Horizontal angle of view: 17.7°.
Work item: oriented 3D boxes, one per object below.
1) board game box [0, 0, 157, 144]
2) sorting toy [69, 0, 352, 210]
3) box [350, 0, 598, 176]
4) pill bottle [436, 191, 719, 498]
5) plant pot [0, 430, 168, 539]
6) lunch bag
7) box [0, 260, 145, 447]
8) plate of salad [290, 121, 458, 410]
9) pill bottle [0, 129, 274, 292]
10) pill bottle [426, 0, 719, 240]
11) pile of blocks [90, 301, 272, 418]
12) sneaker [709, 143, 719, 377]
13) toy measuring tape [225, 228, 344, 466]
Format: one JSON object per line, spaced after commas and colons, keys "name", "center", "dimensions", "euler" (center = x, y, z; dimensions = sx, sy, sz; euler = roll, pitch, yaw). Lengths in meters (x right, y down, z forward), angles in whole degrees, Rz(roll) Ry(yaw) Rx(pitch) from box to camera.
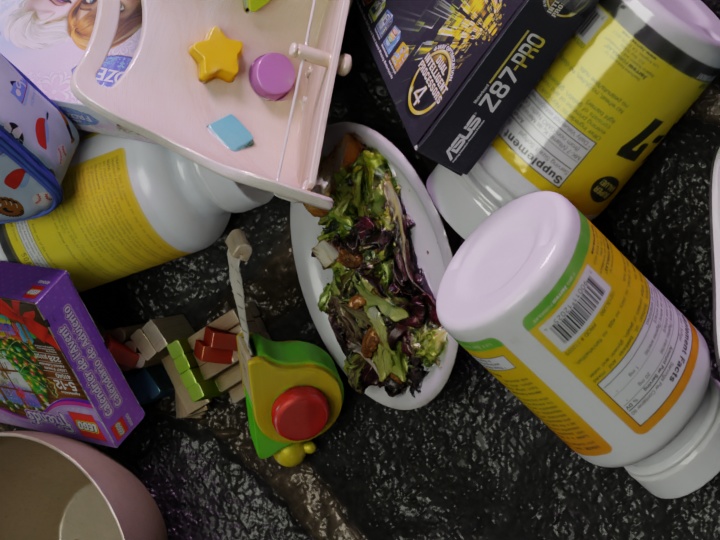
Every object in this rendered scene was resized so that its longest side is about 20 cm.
{"name": "board game box", "center": [-0.183, -0.195, 1.633], "dimensions": [0.199, 0.041, 0.201], "euler": [11, 66, 25]}
{"name": "sorting toy", "center": [-0.095, -0.148, 1.522], "dimensions": [0.179, 0.107, 0.202], "euler": [15, 75, -14]}
{"name": "box", "center": [0.074, -0.179, 1.492], "dimensions": [0.161, 0.049, 0.201], "euler": [-50, 31, 21]}
{"name": "pill bottle", "center": [0.150, 0.053, 1.457], "dimensions": [0.111, 0.111, 0.200], "euler": [-35, 117, 24]}
{"name": "plant pot", "center": [-0.216, 0.209, 1.684], "dimensions": [0.199, 0.134, 0.202], "euler": [3, 96, 26]}
{"name": "lunch bag", "center": [-0.307, -0.093, 1.589], "dimensions": [0.199, 0.160, 0.076], "euler": [-7, 58, 32]}
{"name": "box", "center": [-0.261, 0.054, 1.683], "dimensions": [0.199, 0.039, 0.137], "euler": [7, 134, 41]}
{"name": "plate of salad", "center": [0.000, 0.000, 1.565], "dimensions": [0.200, 0.048, 0.202], "euler": [30, 128, 48]}
{"name": "pill bottle", "center": [-0.162, -0.057, 1.648], "dimensions": [0.199, 0.112, 0.113], "euler": [-18, 86, 27]}
{"name": "pill bottle", "center": [0.138, -0.103, 1.492], "dimensions": [0.114, 0.114, 0.200], "euler": [46, 112, 16]}
{"name": "pile of blocks", "center": [-0.155, 0.071, 1.683], "dimensions": [0.198, 0.062, 0.083], "euler": [-4, 92, 27]}
{"name": "sneaker", "center": [0.290, 0.012, 1.445], "dimensions": [0.120, 0.083, 0.202], "euler": [-4, 91, 36]}
{"name": "toy measuring tape", "center": [-0.050, 0.054, 1.602], "dimensions": [0.073, 0.074, 0.201], "euler": [13, 129, 25]}
